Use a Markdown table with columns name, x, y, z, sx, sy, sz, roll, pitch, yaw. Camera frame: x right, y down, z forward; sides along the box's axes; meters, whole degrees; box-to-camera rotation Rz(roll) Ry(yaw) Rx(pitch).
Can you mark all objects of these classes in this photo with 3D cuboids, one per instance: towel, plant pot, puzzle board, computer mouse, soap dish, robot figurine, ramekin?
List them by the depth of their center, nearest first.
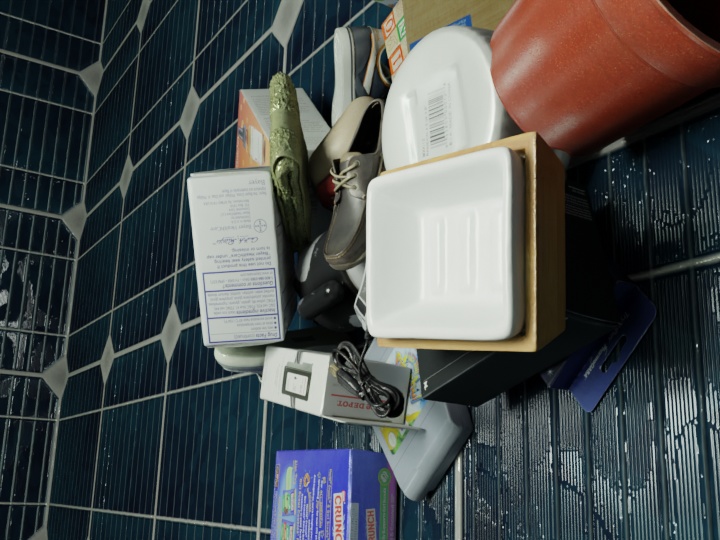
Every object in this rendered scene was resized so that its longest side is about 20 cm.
| name | x | y | z | sx | sy | sz | roll | pitch | yaw |
| --- | --- | --- | --- | --- | --- | --- | --- | --- | --- |
| plant pot | 0.215 | -0.203 | 0.677 | 0.195 | 0.196 | 0.206 | 141 | 132 | -58 |
| soap dish | 0.086 | -0.015 | 0.694 | 0.198 | 0.080 | 0.162 | -6 | 83 | 56 |
| ramekin | 0.107 | -0.141 | 0.826 | 0.198 | 0.096 | 0.206 | -4 | 85 | 53 |
| computer mouse | 0.030 | 0.034 | 0.833 | 0.109 | 0.043 | 0.205 | 30 | 107 | 51 |
| puzzle board | 0.135 | -0.309 | 0.925 | 0.197 | 0.017 | 0.154 | -20 | 61 | 29 |
| robot figurine | 0.000 | 0.002 | 0.994 | 0.199 | 0.123 | 0.153 | -30 | 41 | 51 |
| towel | -0.082 | -0.126 | 1.025 | 0.202 | 0.035 | 0.151 | 82 | -178 | -57 |

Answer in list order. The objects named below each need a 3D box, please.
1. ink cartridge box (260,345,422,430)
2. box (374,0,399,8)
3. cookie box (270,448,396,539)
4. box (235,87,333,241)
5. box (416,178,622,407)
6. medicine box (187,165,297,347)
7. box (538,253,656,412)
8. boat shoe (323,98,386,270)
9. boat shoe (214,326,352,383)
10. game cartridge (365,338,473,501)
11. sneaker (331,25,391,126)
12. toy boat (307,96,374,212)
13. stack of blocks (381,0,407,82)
| name | x | y | z | sx | sy | sz | roll | pitch | yaw |
| --- | --- | --- | --- | --- | --- | --- | --- | --- | --- |
| ink cartridge box | -0.022 | 0.133 | 0.963 | 0.198 | 0.114 | 0.070 | 1 | 81 | 58 |
| box | 0.017 | -0.480 | 1.075 | 0.121 | 0.189 | 0.205 | -13 | 69 | 57 |
| cookie box | -0.037 | 0.314 | 1.038 | 0.199 | 0.074 | 0.176 | -19 | 65 | 56 |
| box | -0.113 | -0.159 | 1.243 | 0.201 | 0.104 | 0.155 | -122 | 33 | -49 |
| box | 0.132 | 0.023 | 0.777 | 0.200 | 0.077 | 0.144 | -41 | 43 | 47 |
| medicine box | -0.142 | -0.025 | 1.049 | 0.182 | 0.100 | 0.206 | -83 | -10 | -82 |
| box | 0.186 | 0.022 | 0.795 | 0.123 | 0.032 | 0.201 | -63 | 35 | 25 |
| boat shoe | -0.003 | -0.096 | 0.892 | 0.073 | 0.073 | 0.203 | -9 | 51 | 43 |
| boat shoe | -0.099 | 0.121 | 1.086 | 0.070 | 0.197 | 0.073 | 37 | 121 | 48 |
| game cartridge | 0.057 | 0.144 | 0.971 | 0.135 | 0.040 | 0.201 | -59 | 36 | 24 |
| sneaker | 0.003 | -0.237 | 1.148 | 0.203 | 0.077 | 0.079 | 95 | 160 | -45 |
| toy boat | 0.013 | -0.124 | 1.052 | 0.132 | 0.130 | 0.200 | -52 | -6 | -5 |
| stack of blocks | 0.092 | -0.254 | 1.008 | 0.115 | 0.057 | 0.204 | -44 | 46 | 45 |
